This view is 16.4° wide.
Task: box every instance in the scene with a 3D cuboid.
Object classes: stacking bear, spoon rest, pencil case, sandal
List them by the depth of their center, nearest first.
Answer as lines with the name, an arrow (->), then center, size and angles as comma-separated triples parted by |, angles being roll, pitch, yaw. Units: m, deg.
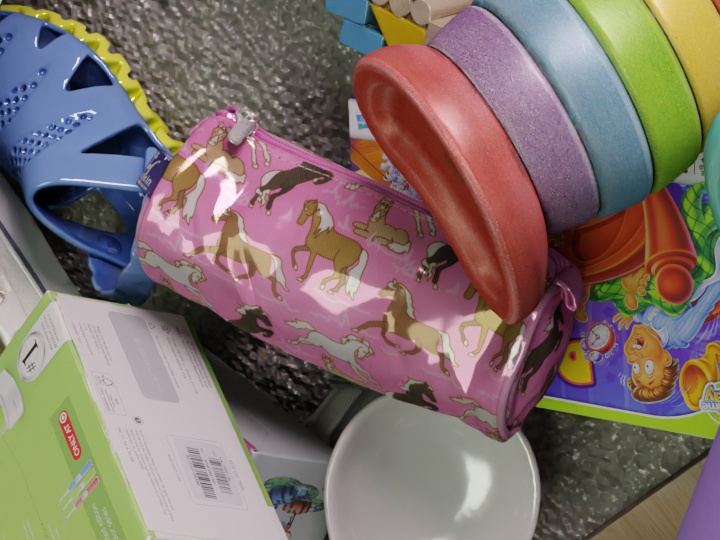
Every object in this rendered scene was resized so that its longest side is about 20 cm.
stacking bear -> 0.112, -0.088, 0.999 | 0.199, 0.114, 0.122 | -32, 76, -9
pencil case -> 0.000, 0.000, 1.089 | 0.199, 0.083, 0.087 | 25, 151, 18
spoon rest -> 0.028, 0.151, 1.134 | 0.099, 0.061, 0.201 | 4, 99, -6
sandal -> -0.133, -0.052, 1.191 | 0.200, 0.087, 0.080 | 38, 125, 12

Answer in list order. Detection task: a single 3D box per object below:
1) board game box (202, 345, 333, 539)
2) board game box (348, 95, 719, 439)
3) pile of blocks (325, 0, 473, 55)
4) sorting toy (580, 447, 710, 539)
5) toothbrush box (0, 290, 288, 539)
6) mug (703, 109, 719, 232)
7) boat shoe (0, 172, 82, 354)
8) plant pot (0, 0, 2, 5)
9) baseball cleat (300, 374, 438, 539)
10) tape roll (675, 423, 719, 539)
board game box -> -0.101, 0.147, 1.204 | 0.147, 0.064, 0.201 | 34, 109, 46
board game box -> 0.094, -0.007, 1.109 | 0.199, 0.045, 0.135 | 9, 114, 25
pile of blocks -> 0.014, -0.155, 1.088 | 0.082, 0.062, 0.201 | -17, 92, 40
sorting toy -> 0.153, 0.215, 1.152 | 0.199, 0.070, 0.200 | -40, 87, 34
toothbrush box -> -0.137, 0.132, 1.136 | 0.200, 0.086, 0.146 | -51, 48, 27
mug -> 0.232, -0.004, 0.975 | 0.185, 0.152, 0.115 | 37, 127, 26
boat shoe -> -0.198, -0.001, 1.245 | 0.200, 0.070, 0.071 | 57, 155, -6
plant pot -> -0.246, -0.075, 1.104 | 0.200, 0.200, 0.197 | 28, 148, 16
baseball cleat -> -0.009, 0.150, 1.212 | 0.106, 0.070, 0.201 | 18, 100, 33
tape roll -> 0.229, 0.112, 0.990 | 0.199, 0.200, 0.085 | 26, 119, 17
